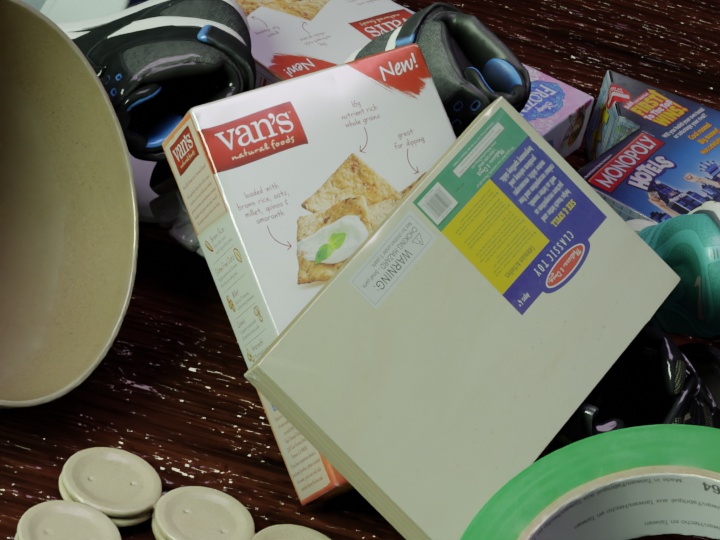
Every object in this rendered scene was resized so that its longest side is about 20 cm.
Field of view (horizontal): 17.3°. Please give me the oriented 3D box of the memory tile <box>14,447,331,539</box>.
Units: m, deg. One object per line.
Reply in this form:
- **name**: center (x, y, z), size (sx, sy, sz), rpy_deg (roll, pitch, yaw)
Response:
- **memory tile**: center (-0.069, 0.156, 1.092), size (0.199, 0.017, 0.153), rpy_deg (22, 32, 7)

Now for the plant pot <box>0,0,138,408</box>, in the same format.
- **plant pot**: center (-0.223, -0.026, 1.172), size (0.134, 0.202, 0.200), rpy_deg (-9, 17, 33)

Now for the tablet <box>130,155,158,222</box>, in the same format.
- **tablet**: center (-0.057, -0.064, 1.446), size (0.198, 0.014, 0.130), rpy_deg (3, 34, -22)

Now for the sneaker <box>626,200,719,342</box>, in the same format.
- **sneaker**: center (0.156, 0.009, 1.322), size (0.079, 0.078, 0.200), rpy_deg (-10, -2, -21)

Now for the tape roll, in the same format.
- **tape roll**: center (0.136, 0.161, 1.069), size (0.199, 0.048, 0.201), rpy_deg (-7, 46, 8)

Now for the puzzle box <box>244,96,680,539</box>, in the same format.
- **puzzle box**: center (0.054, 0.027, 1.156), size (0.133, 0.025, 0.200), rpy_deg (45, 64, -4)

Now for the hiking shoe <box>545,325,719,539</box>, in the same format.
- **hiking shoe**: center (0.159, 0.073, 1.249), size (0.075, 0.101, 0.200), rpy_deg (29, 33, 18)

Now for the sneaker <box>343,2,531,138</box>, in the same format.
- **sneaker**: center (0.059, -0.049, 1.304), size (0.073, 0.112, 0.201), rpy_deg (-15, 79, -39)

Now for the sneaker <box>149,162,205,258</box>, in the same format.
- **sneaker**: center (-0.029, 0.006, 1.303), size (0.200, 0.075, 0.087), rpy_deg (50, 10, 25)

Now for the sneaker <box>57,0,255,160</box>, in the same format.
- **sneaker**: center (-0.153, -0.089, 1.286), size (0.199, 0.073, 0.112), rpy_deg (-23, 26, 5)

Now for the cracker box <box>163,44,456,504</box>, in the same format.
- **cracker box**: center (0.000, 0.000, 1.197), size (0.133, 0.058, 0.201), rpy_deg (-19, 81, -25)

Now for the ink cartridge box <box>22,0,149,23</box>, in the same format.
- **ink cartridge box**: center (-0.207, -0.185, 1.384), size (0.199, 0.201, 0.041), rpy_deg (31, 28, 21)

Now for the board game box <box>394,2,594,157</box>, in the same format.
- **board game box**: center (0.017, -0.103, 1.488), size (0.198, 0.041, 0.200), rpy_deg (27, 33, 18)

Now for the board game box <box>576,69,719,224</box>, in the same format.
- **board game box**: center (0.211, -0.046, 1.499), size (0.199, 0.062, 0.200), rpy_deg (29, 33, 21)

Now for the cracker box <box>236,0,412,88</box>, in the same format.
- **cracker box**: center (-0.067, -0.151, 1.434), size (0.200, 0.058, 0.133), rpy_deg (36, 39, 30)
